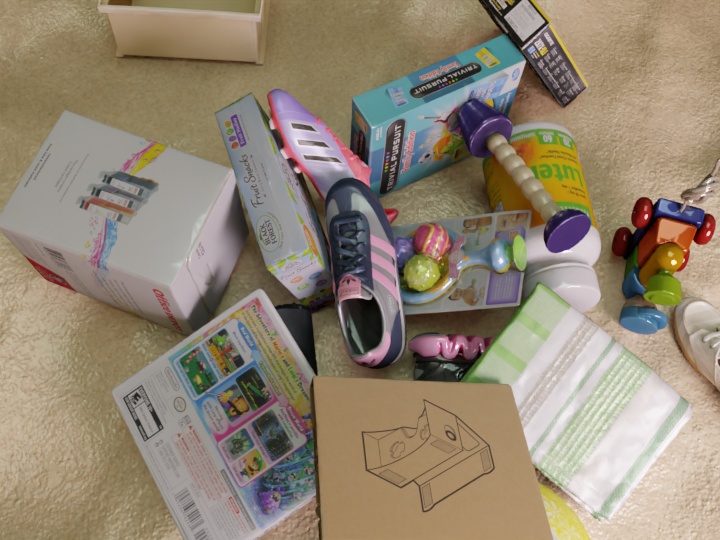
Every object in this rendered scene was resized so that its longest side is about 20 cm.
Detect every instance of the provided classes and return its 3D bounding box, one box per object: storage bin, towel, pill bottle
[{"bbox_3d":[-0.218,-0.378,1.077,0.197,0.094,0.201,2,63,-1],"label":"storage bin"},{"bbox_3d":[0.210,0.129,0.818,0.199,0.031,0.150,39,88,1],"label":"towel"},{"bbox_3d":[0.205,-0.053,0.918,0.109,0.111,0.203,-4,63,-5],"label":"pill bottle"}]

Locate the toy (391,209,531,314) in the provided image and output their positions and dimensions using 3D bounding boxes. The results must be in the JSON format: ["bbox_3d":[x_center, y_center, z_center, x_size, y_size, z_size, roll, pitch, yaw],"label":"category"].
[{"bbox_3d":[0.078,-0.015,0.877,0.197,0.047,0.117,-4,58,29],"label":"toy"}]

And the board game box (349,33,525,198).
[{"bbox_3d":[0.083,-0.171,0.952,0.198,0.152,0.047,-26,66,-15],"label":"board game box"}]

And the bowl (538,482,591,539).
[{"bbox_3d":[0.134,0.273,0.747,0.197,0.108,0.203,1,62,-3],"label":"bowl"}]

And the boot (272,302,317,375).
[{"bbox_3d":[-0.047,0.113,0.838,0.197,0.077,0.171,-8,67,0],"label":"boot"}]

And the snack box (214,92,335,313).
[{"bbox_3d":[-0.085,-0.071,0.893,0.052,0.142,0.202,-25,65,7],"label":"snack box"}]

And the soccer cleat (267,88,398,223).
[{"bbox_3d":[-0.032,-0.118,0.897,0.076,0.201,0.067,-28,25,8],"label":"soccer cleat"}]

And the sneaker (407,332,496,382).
[{"bbox_3d":[0.145,0.117,0.860,0.197,0.079,0.097,4,83,0],"label":"sneaker"}]

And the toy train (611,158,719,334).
[{"bbox_3d":[0.322,-0.018,0.858,0.083,0.201,0.117,15,67,5],"label":"toy train"}]

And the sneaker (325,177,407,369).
[{"bbox_3d":[0.000,0.000,0.837,0.069,0.082,0.203,-17,84,20],"label":"sneaker"}]

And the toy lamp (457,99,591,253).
[{"bbox_3d":[0.163,-0.106,0.862,0.057,0.059,0.201,-20,52,-12],"label":"toy lamp"}]

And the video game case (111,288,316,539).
[{"bbox_3d":[-0.120,0.147,0.785,0.181,0.024,0.201,-34,68,-3],"label":"video game case"}]

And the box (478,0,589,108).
[{"bbox_3d":[0.197,-0.300,1.004,0.049,0.199,0.161,-40,65,16],"label":"box"}]

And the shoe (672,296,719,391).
[{"bbox_3d":[0.406,0.108,0.876,0.069,0.054,0.202,-21,65,-13],"label":"shoe"}]

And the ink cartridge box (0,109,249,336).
[{"bbox_3d":[-0.238,-0.044,0.866,0.197,0.146,0.146,20,67,9],"label":"ink cartridge box"}]

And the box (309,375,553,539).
[{"bbox_3d":[0.056,0.166,0.722,0.197,0.021,0.165,4,46,-12],"label":"box"}]
